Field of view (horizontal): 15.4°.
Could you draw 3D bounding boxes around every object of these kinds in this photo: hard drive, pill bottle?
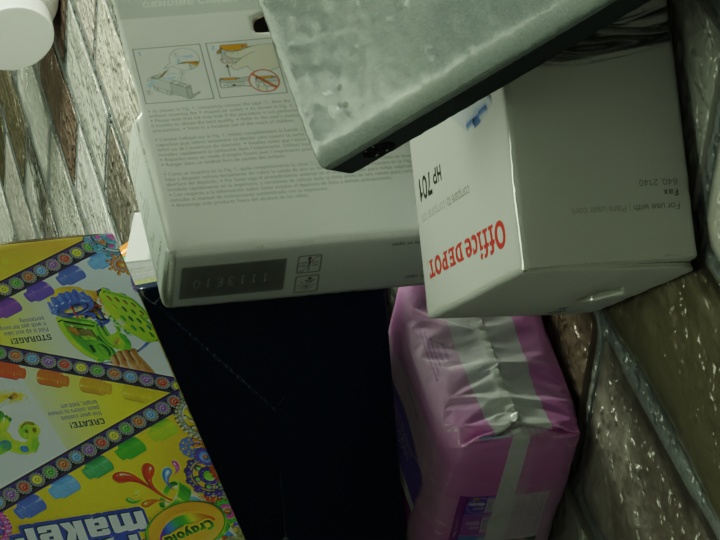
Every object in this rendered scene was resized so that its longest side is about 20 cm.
[{"bbox_3d":[0.045,-0.147,1.085,0.199,0.033,0.140,-29,71,28],"label":"hard drive"},{"bbox_3d":[-0.373,-0.304,2.749,0.113,0.112,0.201,101,159,-44],"label":"pill bottle"}]

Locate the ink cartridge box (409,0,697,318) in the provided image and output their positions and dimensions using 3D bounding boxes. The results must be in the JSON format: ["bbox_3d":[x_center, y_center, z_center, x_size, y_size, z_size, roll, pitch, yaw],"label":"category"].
[{"bbox_3d":[0.077,-0.088,1.179,0.146,0.085,0.202,148,119,-72],"label":"ink cartridge box"}]

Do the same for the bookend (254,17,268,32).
[{"bbox_3d":[-0.056,-0.240,1.618,0.199,0.091,0.202,-134,43,-68],"label":"bookend"}]

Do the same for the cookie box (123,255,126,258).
[{"bbox_3d":[-0.113,0.072,1.744,0.200,0.075,0.173,-7,-87,-64],"label":"cookie box"}]

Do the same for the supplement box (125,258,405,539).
[{"bbox_3d":[-0.082,0.095,1.379,0.199,0.133,0.202,5,100,64],"label":"supplement box"}]

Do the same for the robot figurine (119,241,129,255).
[{"bbox_3d":[-0.134,0.051,1.928,0.201,0.116,0.145,90,170,-51],"label":"robot figurine"}]

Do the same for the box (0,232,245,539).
[{"bbox_3d":[-0.163,0.124,1.260,0.193,0.121,0.201,64,147,33],"label":"box"}]

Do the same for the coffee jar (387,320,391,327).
[{"bbox_3d":[-0.004,0.125,1.508,0.085,0.103,0.201,-121,31,-55],"label":"coffee jar"}]

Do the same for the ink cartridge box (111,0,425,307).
[{"bbox_3d":[-0.016,-0.068,1.308,0.044,0.198,0.174,100,159,-47],"label":"ink cartridge box"}]

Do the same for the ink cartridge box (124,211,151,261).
[{"bbox_3d":[-0.080,0.072,1.609,0.085,0.143,0.202,-172,94,-75],"label":"ink cartridge box"}]

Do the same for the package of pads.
[{"bbox_3d":[0.050,0.100,1.354,0.201,0.075,0.121,102,160,-47],"label":"package of pads"}]
